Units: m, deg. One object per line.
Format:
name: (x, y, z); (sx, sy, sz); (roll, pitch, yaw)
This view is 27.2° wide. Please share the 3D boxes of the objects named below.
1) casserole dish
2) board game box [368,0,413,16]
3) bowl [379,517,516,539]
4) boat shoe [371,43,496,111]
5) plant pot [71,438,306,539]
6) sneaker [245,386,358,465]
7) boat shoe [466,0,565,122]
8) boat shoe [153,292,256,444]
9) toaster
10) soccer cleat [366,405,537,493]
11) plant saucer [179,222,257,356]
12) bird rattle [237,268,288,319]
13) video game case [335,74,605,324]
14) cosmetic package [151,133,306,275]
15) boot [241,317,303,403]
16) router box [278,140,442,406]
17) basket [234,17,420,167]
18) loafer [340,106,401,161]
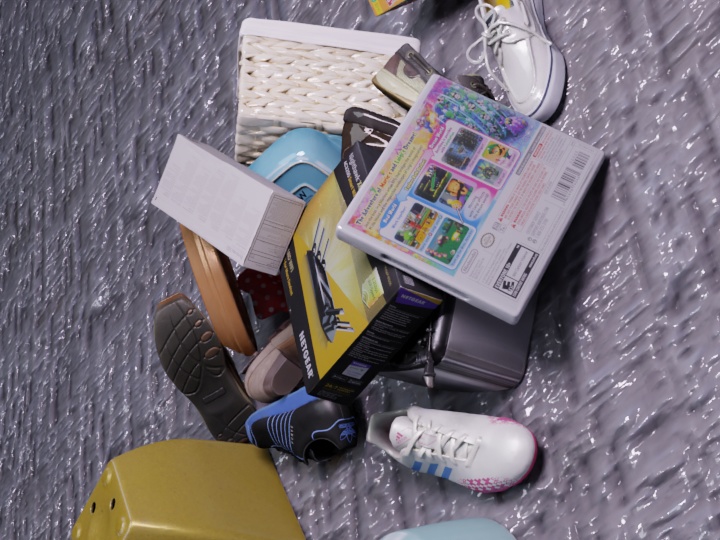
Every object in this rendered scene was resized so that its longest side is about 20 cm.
casserole dish: (-0.074, -0.067, 1.588); (0.200, 0.121, 0.039); (-40, 27, 31)
board game box: (0.102, -0.329, 1.611); (0.199, 0.095, 0.030); (-23, 95, 54)
bowl: (0.056, 0.313, 1.341); (0.200, 0.104, 0.203); (-33, 48, 45)
boat shoe: (0.101, -0.168, 1.491); (0.200, 0.072, 0.066); (32, 95, 28)
plant pot: (-0.207, 0.306, 1.668); (0.196, 0.199, 0.195); (-58, 34, 20)
sneaker: (-0.066, 0.180, 1.635); (0.200, 0.070, 0.079); (-35, 66, 57)
boat shoe: (0.146, -0.239, 1.495); (0.075, 0.086, 0.204); (-40, 43, 41)
boat shoe: (-0.185, 0.116, 1.765); (0.075, 0.201, 0.074); (-24, 20, 1)
toaster: (0.074, 0.027, 1.442); (0.180, 0.118, 0.202); (-7, 68, 57)
soccer cleat: (0.079, 0.165, 1.395); (0.199, 0.086, 0.071); (-3, 72, 57)
plant saucer: (-0.168, 0.007, 1.725); (0.037, 0.201, 0.201); (-20, 44, -1)
bird rattle: (-0.081, -0.022, 1.695); (0.162, 0.201, 0.113); (8, 40, 28)
video game case: (0.102, -0.069, 1.348); (0.201, 0.181, 0.024); (-58, -13, -28)
cosmetic package: (-0.139, -0.070, 1.542); (0.200, 0.050, 0.083); (33, 100, 49)
boot: (-0.055, 0.069, 1.673); (0.200, 0.070, 0.146); (-42, 11, -4)
router box: (-0.007, 0.002, 1.420); (0.157, 0.052, 0.201); (-50, 37, 31)
basket: (-0.040, -0.176, 1.614); (0.136, 0.198, 0.124); (102, 173, -61)
loafer: (0.066, -0.101, 1.496); (0.199, 0.073, 0.072); (23, 95, 21)
